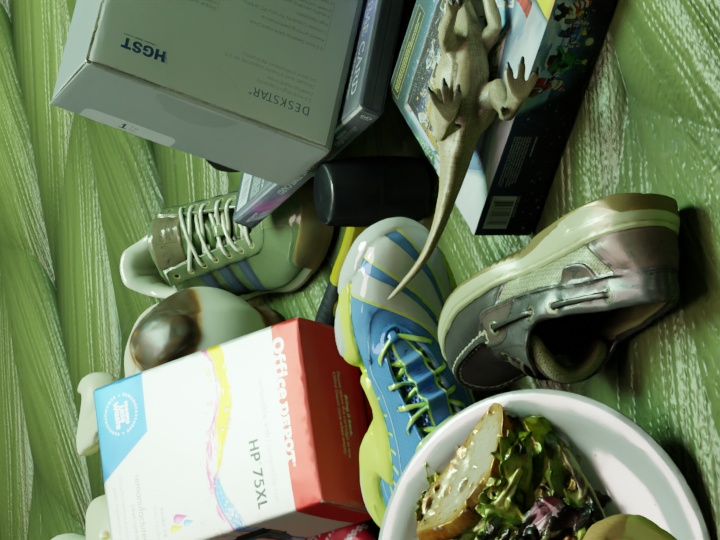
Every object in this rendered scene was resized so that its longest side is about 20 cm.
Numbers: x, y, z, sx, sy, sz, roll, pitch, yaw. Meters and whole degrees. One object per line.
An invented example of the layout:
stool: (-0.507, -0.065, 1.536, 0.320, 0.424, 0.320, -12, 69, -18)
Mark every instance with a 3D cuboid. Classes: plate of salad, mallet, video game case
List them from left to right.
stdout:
video game case: (-0.022, -0.123, 1.717, 0.200, 0.019, 0.144, -36, 38, 59)
mallet: (0.000, 0.000, 1.712, 0.200, 0.065, 0.041, 98, 160, -53)
plate of salad: (0.085, 0.160, 1.408, 0.199, 0.048, 0.201, -1, 87, 33)

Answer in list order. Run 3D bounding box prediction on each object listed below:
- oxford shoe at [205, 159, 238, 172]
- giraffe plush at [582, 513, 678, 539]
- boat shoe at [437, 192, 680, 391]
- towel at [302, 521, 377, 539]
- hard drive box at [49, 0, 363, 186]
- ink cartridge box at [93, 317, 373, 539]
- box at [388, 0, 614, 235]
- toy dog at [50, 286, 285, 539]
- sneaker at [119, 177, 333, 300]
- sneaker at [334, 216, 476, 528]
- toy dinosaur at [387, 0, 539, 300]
oxford shoe: (-0.084, -0.170, 1.852, 0.071, 0.071, 0.201, -120, 36, -56)
giraffe plush: (0.131, 0.216, 1.280, 0.162, 0.199, 0.173, 98, 166, -61)
boat shoe: (0.099, 0.026, 1.440, 0.201, 0.071, 0.066, -42, 47, 53)
towel: (-0.057, 0.183, 1.721, 0.145, 0.022, 0.200, -48, 59, 20)
hard drive box: (-0.079, -0.173, 1.658, 0.077, 0.155, 0.201, -34, 40, 62)
ink cartridge box: (-0.058, 0.102, 1.684, 0.199, 0.067, 0.117, -21, 69, 30)
box: (0.080, -0.139, 1.522, 0.137, 0.037, 0.201, -118, 36, -45)
toy dog: (-0.115, 0.110, 1.839, 0.194, 0.139, 0.201, -152, 67, -62)
sneaker: (-0.094, -0.015, 1.843, 0.200, 0.089, 0.068, 153, 115, -63)
sneaker: (0.044, 0.072, 1.553, 0.105, 0.075, 0.201, 35, 140, 52)
toy dinosaur: (0.054, -0.086, 1.490, 0.101, 0.058, 0.201, 141, 133, -77)
